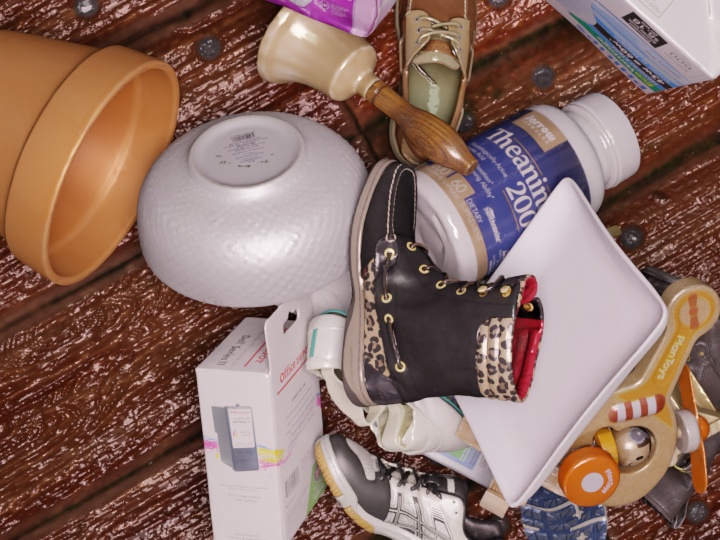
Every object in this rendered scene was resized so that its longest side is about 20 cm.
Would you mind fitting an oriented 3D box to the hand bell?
[{"bbox_3d":[0.018,-0.143,1.280,0.200,0.104,0.104,42,87,20],"label":"hand bell"}]

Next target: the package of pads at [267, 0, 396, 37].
[{"bbox_3d":[0.001,-0.286,1.274,0.120,0.076,0.200,23,50,12],"label":"package of pads"}]

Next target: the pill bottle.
[{"bbox_3d":[0.138,-0.074,1.320,0.200,0.111,0.111,-29,94,-18],"label":"pill bottle"}]

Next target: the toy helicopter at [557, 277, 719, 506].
[{"bbox_3d":[0.233,0.099,1.203,0.132,0.079,0.200,16,109,-19],"label":"toy helicopter"}]

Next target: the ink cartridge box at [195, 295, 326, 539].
[{"bbox_3d":[-0.082,0.114,1.276,0.067,0.117,0.200,3,110,17],"label":"ink cartridge box"}]

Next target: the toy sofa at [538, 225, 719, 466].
[{"bbox_3d":[0.222,0.067,1.296,0.098,0.083,0.200,-34,84,19],"label":"toy sofa"}]

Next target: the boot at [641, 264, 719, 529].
[{"bbox_3d":[0.270,0.114,1.361,0.174,0.069,0.200,-44,105,-3],"label":"boot"}]

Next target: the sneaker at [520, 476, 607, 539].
[{"bbox_3d":[0.178,0.160,1.332,0.077,0.085,0.200,-3,111,24],"label":"sneaker"}]

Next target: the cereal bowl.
[{"bbox_3d":[-0.089,-0.066,1.262,0.200,0.200,0.083,-12,135,-5],"label":"cereal bowl"}]

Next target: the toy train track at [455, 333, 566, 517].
[{"bbox_3d":[0.144,0.127,1.262,0.115,0.033,0.200,28,118,10],"label":"toy train track"}]

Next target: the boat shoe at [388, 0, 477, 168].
[{"bbox_3d":[0.068,-0.187,1.337,0.076,0.074,0.200,2,91,-6],"label":"boat shoe"}]

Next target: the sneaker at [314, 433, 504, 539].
[{"bbox_3d":[0.046,0.194,1.326,0.088,0.076,0.200,-38,116,15],"label":"sneaker"}]

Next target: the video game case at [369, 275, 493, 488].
[{"bbox_3d":[0.131,0.091,1.377,0.182,0.022,0.200,28,89,-6],"label":"video game case"}]

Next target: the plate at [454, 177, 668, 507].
[{"bbox_3d":[0.151,0.055,1.204,0.032,0.200,0.200,21,115,-29],"label":"plate"}]

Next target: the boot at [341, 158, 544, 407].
[{"bbox_3d":[0.066,0.012,1.203,0.150,0.073,0.200,2,78,29],"label":"boot"}]

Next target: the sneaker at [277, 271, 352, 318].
[{"bbox_3d":[0.000,0.000,1.329,0.200,0.074,0.116,26,90,2],"label":"sneaker"}]

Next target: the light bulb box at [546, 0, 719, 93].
[{"bbox_3d":[0.235,-0.261,1.289,0.198,0.200,0.125,41,89,-5],"label":"light bulb box"}]

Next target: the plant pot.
[{"bbox_3d":[-0.259,-0.106,1.258,0.140,0.200,0.200,25,89,10],"label":"plant pot"}]

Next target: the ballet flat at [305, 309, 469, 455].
[{"bbox_3d":[0.020,0.113,1.294,0.069,0.069,0.200,-48,121,-3],"label":"ballet flat"}]
